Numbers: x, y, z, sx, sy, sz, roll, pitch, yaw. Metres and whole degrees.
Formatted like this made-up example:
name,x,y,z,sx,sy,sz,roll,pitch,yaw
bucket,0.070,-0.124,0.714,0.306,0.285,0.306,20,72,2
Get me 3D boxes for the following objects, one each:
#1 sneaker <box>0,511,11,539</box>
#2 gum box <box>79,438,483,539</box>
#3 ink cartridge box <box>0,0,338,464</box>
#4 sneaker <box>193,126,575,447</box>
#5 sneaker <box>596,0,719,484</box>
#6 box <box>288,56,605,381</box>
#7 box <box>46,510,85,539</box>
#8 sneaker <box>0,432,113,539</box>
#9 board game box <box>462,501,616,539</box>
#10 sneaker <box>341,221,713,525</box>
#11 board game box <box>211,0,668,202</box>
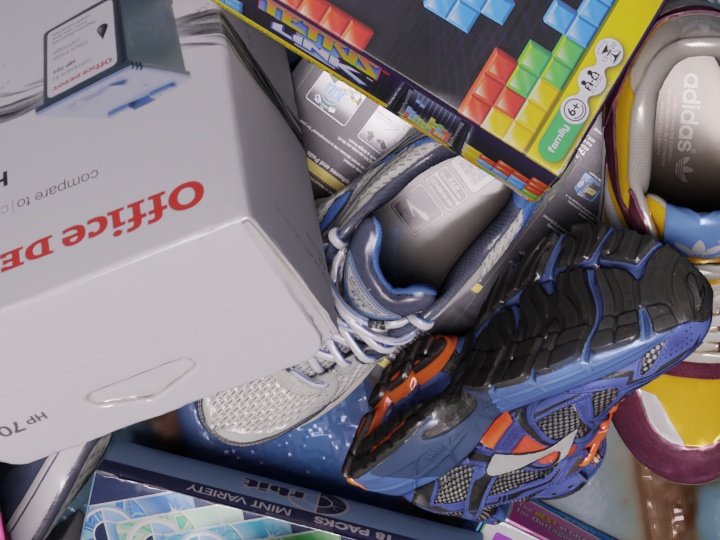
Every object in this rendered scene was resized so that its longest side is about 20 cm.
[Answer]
name,x,y,z,sx,sy,sz,roll,pitch,yaw
sneaker,-0.172,0.136,0.725,0.088,0.081,0.201,-10,68,-9
gum box,-0.052,0.192,0.846,0.169,0.045,0.201,14,106,2
ink cartridge box,-0.101,-0.046,0.745,0.146,0.201,0.086,-21,139,10
sneaker,0.000,0.000,0.760,0.077,0.085,0.200,43,106,-6
sneaker,0.124,-0.004,0.746,0.075,0.090,0.201,-5,104,4
box,0.048,-0.024,0.818,0.200,0.049,0.161,35,103,-5
box,-0.083,0.201,0.894,0.039,0.041,0.200,-39,99,13
sneaker,-0.208,0.092,0.840,0.146,0.077,0.202,41,123,-5
board game box,0.113,0.207,0.877,0.199,0.040,0.153,27,106,-2
sneaker,0.074,0.046,0.750,0.078,0.076,0.200,30,146,-17
board game box,0.049,-0.154,0.697,0.165,0.057,0.201,31,80,-1
